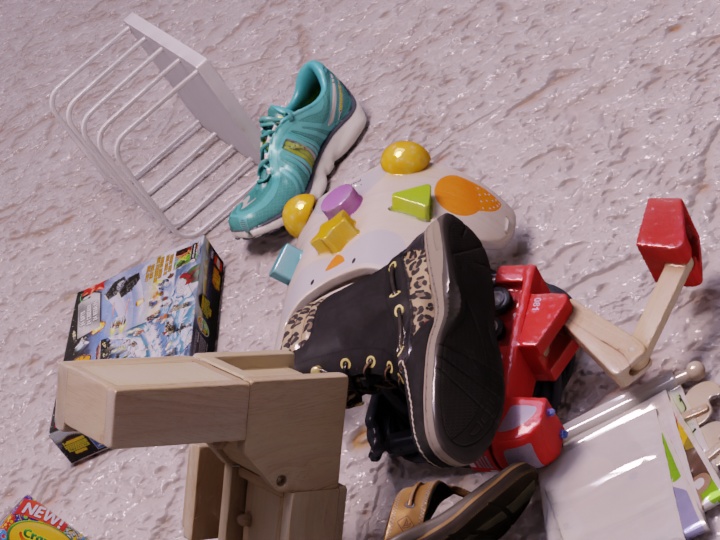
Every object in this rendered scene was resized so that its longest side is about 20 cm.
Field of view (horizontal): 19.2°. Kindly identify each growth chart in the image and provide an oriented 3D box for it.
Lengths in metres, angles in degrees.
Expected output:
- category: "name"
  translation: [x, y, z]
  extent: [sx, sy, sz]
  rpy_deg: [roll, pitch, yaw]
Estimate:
- category: "growth chart"
  translation: [0.176, 0.142, 1.383]
  extent: [0.144, 0.018, 0.200]
  rpy_deg: [-22, 32, 19]

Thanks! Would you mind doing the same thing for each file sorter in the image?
- category: "file sorter"
  translation: [-0.187, -0.132, 2.003]
  extent: [0.124, 0.139, 0.200]
  rpy_deg: [-42, 31, -8]

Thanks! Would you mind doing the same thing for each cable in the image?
- category: "cable"
  translation: [0.084, 0.060, 1.555]
  extent: [0.163, 0.051, 0.200]
  rpy_deg: [-15, 35, 30]

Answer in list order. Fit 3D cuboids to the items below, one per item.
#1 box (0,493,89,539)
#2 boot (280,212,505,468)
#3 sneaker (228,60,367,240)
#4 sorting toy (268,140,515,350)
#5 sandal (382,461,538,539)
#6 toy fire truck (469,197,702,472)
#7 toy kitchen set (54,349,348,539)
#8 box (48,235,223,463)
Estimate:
- category: "box"
  translation: [-0.197, 0.286, 1.333]
  extent: [0.193, 0.200, 0.122]
  rpy_deg: [-57, 8, -33]
- category: "boot"
  translation: [0.017, 0.068, 1.443]
  extent: [0.150, 0.073, 0.201]
  rpy_deg: [-28, 44, 30]
- category: "sneaker"
  translation: [-0.069, -0.106, 1.908]
  extent: [0.077, 0.080, 0.200]
  rpy_deg: [-6, 41, 39]
- category: "sorting toy"
  translation: [0.000, 0.000, 1.617]
  extent: [0.199, 0.107, 0.180]
  rpy_deg: [-28, 18, 22]
- category: "sandal"
  translation: [0.030, 0.174, 1.384]
  extent: [0.199, 0.082, 0.055]
  rpy_deg: [-30, 65, -15]
- category: "toy fire truck"
  translation: [0.151, 0.046, 1.455]
  extent: [0.140, 0.049, 0.201]
  rpy_deg: [-1, 56, 26]
- category: "toy kitchen set"
  translation: [-0.129, 0.153, 1.426]
  extent: [0.180, 0.201, 0.163]
  rpy_deg: [-1, 11, -35]
- category: "box"
  translation: [-0.189, 0.065, 1.822]
  extent: [0.136, 0.040, 0.200]
  rpy_deg: [-23, 32, 17]
